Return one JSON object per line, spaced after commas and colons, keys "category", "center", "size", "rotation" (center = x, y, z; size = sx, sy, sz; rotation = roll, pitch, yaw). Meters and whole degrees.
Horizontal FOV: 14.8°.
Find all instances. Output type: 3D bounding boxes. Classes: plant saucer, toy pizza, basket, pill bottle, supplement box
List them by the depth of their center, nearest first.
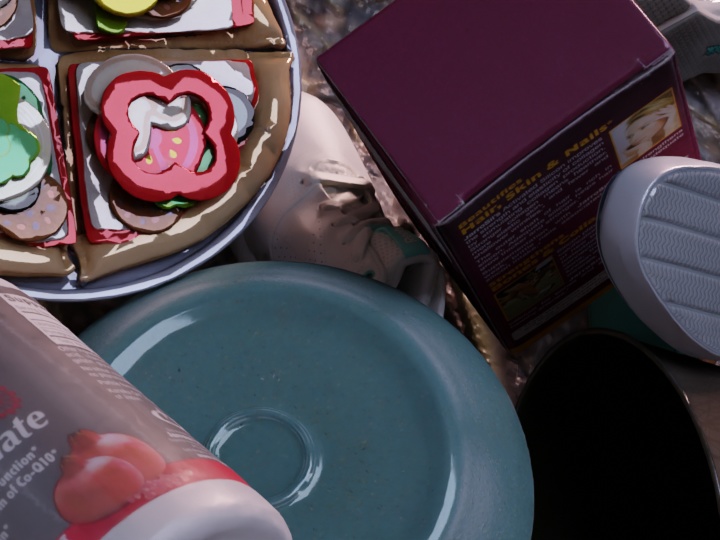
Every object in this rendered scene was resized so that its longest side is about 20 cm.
{"category": "pill bottle", "center": [-0.125, 0.069, 0.938], "size": [0.111, 0.111, 0.200], "rotation": [-21, 47, -41]}
{"category": "plant saucer", "center": [-0.036, 0.075, 1.010], "size": [0.199, 0.036, 0.200], "rotation": [-1, 61, 1]}
{"category": "toy pizza", "center": [-0.117, -0.085, 1.060], "size": [0.200, 0.032, 0.201], "rotation": [6, 68, -15]}
{"category": "supplement box", "center": [0.067, -0.052, 1.103], "size": [0.110, 0.200, 0.086], "rotation": [-36, 70, 0]}
{"category": "basket", "center": [0.176, 0.118, 1.120], "size": [0.200, 0.136, 0.181], "rotation": [8, 55, -33]}

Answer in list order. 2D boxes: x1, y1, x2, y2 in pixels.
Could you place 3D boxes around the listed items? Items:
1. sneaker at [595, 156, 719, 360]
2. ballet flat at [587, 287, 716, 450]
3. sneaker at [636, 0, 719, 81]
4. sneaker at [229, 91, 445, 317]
{"category": "sneaker", "center": [0.136, 0.003, 1.102], "size": [0.200, 0.071, 0.073], "rotation": [28, 77, -53]}
{"category": "ballet flat", "center": [0.133, -0.009, 1.227], "size": [0.067, 0.068, 0.200], "rotation": [13, 54, -35]}
{"category": "sneaker", "center": [0.143, -0.129, 1.326], "size": [0.200, 0.071, 0.080], "rotation": [-4, 46, -38]}
{"category": "sneaker", "center": [0.000, 0.000, 1.115], "size": [0.075, 0.089, 0.200], "rotation": [5, 56, -29]}
